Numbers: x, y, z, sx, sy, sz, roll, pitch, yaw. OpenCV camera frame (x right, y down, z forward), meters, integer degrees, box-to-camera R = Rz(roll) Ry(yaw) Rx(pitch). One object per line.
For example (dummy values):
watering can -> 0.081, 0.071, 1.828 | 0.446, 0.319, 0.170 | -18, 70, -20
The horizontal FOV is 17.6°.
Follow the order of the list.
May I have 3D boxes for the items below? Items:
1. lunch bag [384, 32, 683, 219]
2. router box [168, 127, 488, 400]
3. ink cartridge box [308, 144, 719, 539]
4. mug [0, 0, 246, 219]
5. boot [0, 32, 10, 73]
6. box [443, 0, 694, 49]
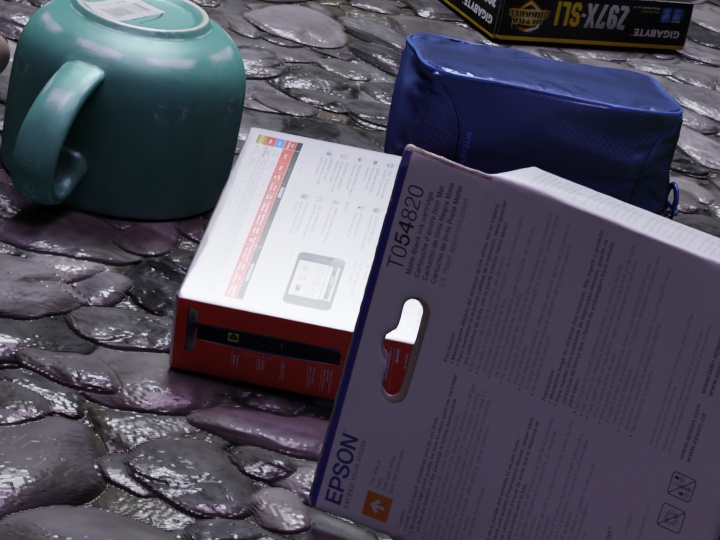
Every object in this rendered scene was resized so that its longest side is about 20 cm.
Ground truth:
lunch bag -> 0.112, -0.064, 1.489 | 0.199, 0.133, 0.136 | 11, 16, -6
router box -> 0.000, 0.000, 1.332 | 0.179, 0.049, 0.200 | 12, 32, 5
ink cartridge box -> 0.091, 0.059, 1.104 | 0.199, 0.200, 0.041 | 22, 21, 17
mug -> -0.147, -0.109, 1.476 | 0.151, 0.115, 0.185 | 7, 23, -14
boot -> -0.300, -0.112, 1.478 | 0.199, 0.071, 0.146 | -1, 33, -28
box -> 0.172, -0.248, 2.060 | 0.199, 0.050, 0.160 | 0, 23, -28
